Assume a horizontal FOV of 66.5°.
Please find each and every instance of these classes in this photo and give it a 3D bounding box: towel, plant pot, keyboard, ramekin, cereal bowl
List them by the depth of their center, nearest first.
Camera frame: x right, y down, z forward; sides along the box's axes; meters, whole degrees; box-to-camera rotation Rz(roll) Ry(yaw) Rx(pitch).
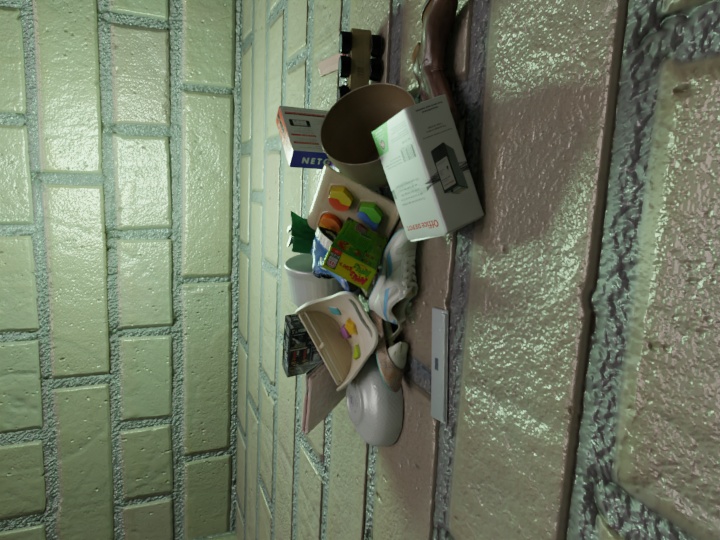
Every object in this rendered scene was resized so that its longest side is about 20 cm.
[{"bbox_3d":[0.146,0.174,1.016,0.056,0.010,0.208,-170,80,-73],"label":"keyboard"},{"bbox_3d":[0.031,-0.245,1.093,0.135,0.195,0.205,60,-170,-54],"label":"plant pot"},{"bbox_3d":[0.020,0.293,1.239,0.199,0.081,0.208,178,90,-67],"label":"cereal bowl"},{"bbox_3d":[-0.070,0.269,1.322,0.032,0.199,0.196,27,130,26],"label":"towel"},{"bbox_3d":[-0.089,0.023,1.362,0.200,0.194,0.101,-146,51,-63],"label":"ramekin"}]

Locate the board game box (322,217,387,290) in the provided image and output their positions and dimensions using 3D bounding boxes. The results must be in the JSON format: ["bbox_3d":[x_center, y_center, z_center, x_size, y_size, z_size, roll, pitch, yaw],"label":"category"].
[{"bbox_3d":[-0.007,-0.039,1.121,0.049,0.099,0.201,-63,2,23],"label":"board game box"}]

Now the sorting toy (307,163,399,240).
[{"bbox_3d":[-0.023,-0.117,1.225,0.037,0.196,0.187,-56,-4,-42],"label":"sorting toy"}]

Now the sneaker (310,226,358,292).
[{"bbox_3d":[-0.054,-0.010,1.187,0.091,0.077,0.201,-63,36,21],"label":"sneaker"}]

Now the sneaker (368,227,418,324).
[{"bbox_3d":[0.083,0.008,1.097,0.080,0.075,0.206,33,120,34],"label":"sneaker"}]

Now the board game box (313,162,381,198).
[{"bbox_3d":[-0.036,-0.184,1.331,0.200,0.101,0.106,131,133,-60],"label":"board game box"}]

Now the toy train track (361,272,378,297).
[{"bbox_3d":[0.000,0.000,1.223,0.201,0.111,0.034,-121,41,-61],"label":"toy train track"}]

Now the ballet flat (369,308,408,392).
[{"bbox_3d":[0.064,0.148,1.153,0.066,0.067,0.206,-32,59,33],"label":"ballet flat"}]

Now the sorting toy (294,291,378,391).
[{"bbox_3d":[-0.030,0.129,1.189,0.204,0.105,0.180,59,145,8],"label":"sorting toy"}]

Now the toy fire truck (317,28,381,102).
[{"bbox_3d":[-0.033,-0.463,1.315,0.200,0.124,0.183,-137,49,-76],"label":"toy fire truck"}]

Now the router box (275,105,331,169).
[{"bbox_3d":[-0.097,-0.325,1.353,0.050,0.194,0.183,114,147,-43],"label":"router box"}]

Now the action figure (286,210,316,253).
[{"bbox_3d":[-0.081,-0.067,1.328,0.055,0.194,0.121,-47,38,48],"label":"action figure"}]

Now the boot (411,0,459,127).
[{"bbox_3d":[0.141,-0.336,0.932,0.187,0.062,0.207,107,158,-65],"label":"boot"}]

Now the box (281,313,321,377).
[{"bbox_3d":[-0.091,0.170,1.346,0.050,0.194,0.162,-126,35,-45],"label":"box"}]

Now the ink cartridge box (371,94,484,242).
[{"bbox_3d":[0.108,-0.163,0.918,0.145,0.082,0.206,-2,109,68],"label":"ink cartridge box"}]
